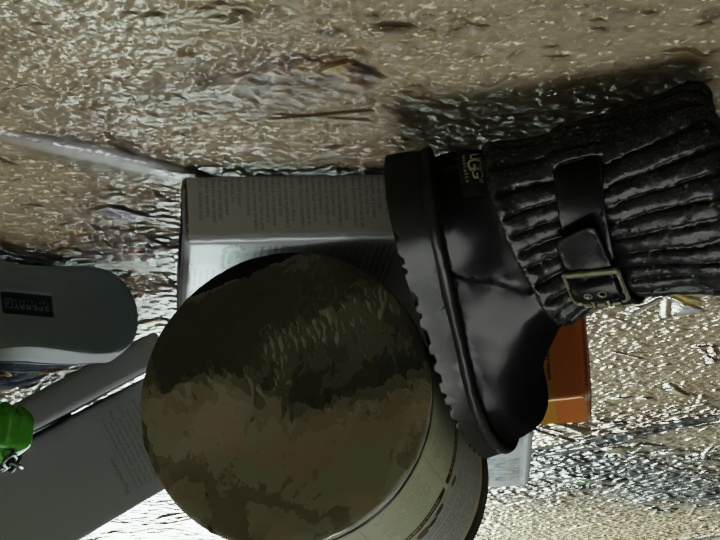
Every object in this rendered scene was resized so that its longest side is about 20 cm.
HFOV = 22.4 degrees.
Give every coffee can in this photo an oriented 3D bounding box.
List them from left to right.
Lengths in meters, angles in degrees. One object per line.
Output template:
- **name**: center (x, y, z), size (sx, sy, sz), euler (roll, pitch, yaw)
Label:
- **coffee can**: center (-0.017, 0.091, 0.956), size (0.145, 0.148, 0.200), euler (-5, 161, 10)

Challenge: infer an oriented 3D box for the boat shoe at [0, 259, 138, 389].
- **boat shoe**: center (-0.224, 0.029, 0.995), size (0.091, 0.071, 0.199), euler (-23, 154, 39)

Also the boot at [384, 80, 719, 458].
- **boot**: center (0.107, 0.008, 0.862), size (0.157, 0.080, 0.212), euler (-12, 142, 7)

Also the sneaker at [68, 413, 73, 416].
- **sneaker**: center (-0.250, 0.134, 1.302), size (0.198, 0.074, 0.112), euler (-2, 166, 6)

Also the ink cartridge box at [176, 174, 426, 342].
- **ink cartridge box**: center (0.000, 0.000, 0.982), size (0.198, 0.044, 0.197), euler (-2, 161, -8)

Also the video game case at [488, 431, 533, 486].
- **video game case**: center (0.019, 0.117, 1.164), size (0.180, 0.024, 0.200), euler (-2, 164, 4)

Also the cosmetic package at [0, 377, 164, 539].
- **cosmetic package**: center (-0.192, 0.137, 1.170), size (0.199, 0.072, 0.101), euler (-29, -179, -41)

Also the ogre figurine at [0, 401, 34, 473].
- **ogre figurine**: center (-0.270, 0.088, 0.978), size (0.198, 0.099, 0.120), euler (-15, 164, -3)

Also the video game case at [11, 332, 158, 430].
- **video game case**: center (-0.241, 0.109, 1.162), size (0.199, 0.023, 0.181), euler (-29, -179, -37)

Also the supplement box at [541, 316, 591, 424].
- **supplement box**: center (0.044, 0.064, 1.140), size (0.198, 0.069, 0.067), euler (-6, 161, 6)
